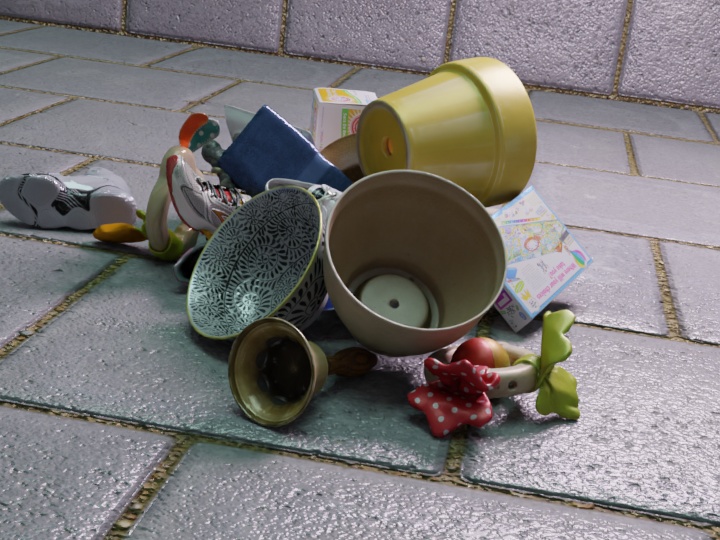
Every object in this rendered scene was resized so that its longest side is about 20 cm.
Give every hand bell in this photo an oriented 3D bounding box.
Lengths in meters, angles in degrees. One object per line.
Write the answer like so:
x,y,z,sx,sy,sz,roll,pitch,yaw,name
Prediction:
-0.039,0.099,1.244,0.103,0.106,0.199,16,8,29,hand bell

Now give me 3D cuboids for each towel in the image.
-0.090,-0.118,1.601,0.200,0.112,0.048,43,-11,-15,towel

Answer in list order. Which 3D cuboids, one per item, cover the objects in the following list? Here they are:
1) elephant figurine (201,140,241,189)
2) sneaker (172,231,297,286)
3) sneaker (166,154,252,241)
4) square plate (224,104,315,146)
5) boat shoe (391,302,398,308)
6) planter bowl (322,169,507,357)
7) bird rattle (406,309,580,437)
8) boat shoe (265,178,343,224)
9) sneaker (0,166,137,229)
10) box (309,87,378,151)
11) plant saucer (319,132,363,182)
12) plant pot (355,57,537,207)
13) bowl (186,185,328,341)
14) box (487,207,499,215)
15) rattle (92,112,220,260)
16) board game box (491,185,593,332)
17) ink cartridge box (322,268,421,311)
-0.155,-0.109,1.710,0.140,0.158,0.200,13,-7,-20,elephant figurine
-0.147,-0.019,1.471,0.198,0.071,0.082,-24,-3,36,sneaker
-0.183,-0.087,1.553,0.081,0.200,0.079,-28,47,15,sneaker
-0.118,-0.135,1.760,0.199,0.200,0.028,23,51,42,square plate
0.000,0.001,1.543,0.070,0.071,0.201,2,20,-24,boat shoe
0.046,0.012,1.308,0.197,0.135,0.203,7,56,-10,planter bowl
0.133,0.115,1.257,0.197,0.114,0.163,-15,13,-20,bird rattle
-0.050,-0.070,1.465,0.198,0.067,0.074,10,45,42,boat shoe
-0.419,-0.107,1.736,0.197,0.076,0.115,9,16,-9,sneaker
-0.029,-0.169,1.844,0.100,0.203,0.113,3,18,-9,box
0.018,-0.114,1.748,0.197,0.202,0.036,4,44,-5,plant saucer
0.105,-0.175,1.603,0.187,0.204,0.200,-12,25,-32,plant pot
-0.095,0.012,1.370,0.094,0.202,0.200,40,-6,-38,bowl
0.133,-0.043,1.690,0.197,0.096,0.078,10,18,8,box
-0.276,-0.127,1.625,0.142,0.203,0.129,20,24,37,rattle
0.213,-0.019,1.558,0.135,0.034,0.199,51,40,5,board game box
0.010,-0.021,1.480,0.197,0.041,0.200,-8,29,-15,ink cartridge box
